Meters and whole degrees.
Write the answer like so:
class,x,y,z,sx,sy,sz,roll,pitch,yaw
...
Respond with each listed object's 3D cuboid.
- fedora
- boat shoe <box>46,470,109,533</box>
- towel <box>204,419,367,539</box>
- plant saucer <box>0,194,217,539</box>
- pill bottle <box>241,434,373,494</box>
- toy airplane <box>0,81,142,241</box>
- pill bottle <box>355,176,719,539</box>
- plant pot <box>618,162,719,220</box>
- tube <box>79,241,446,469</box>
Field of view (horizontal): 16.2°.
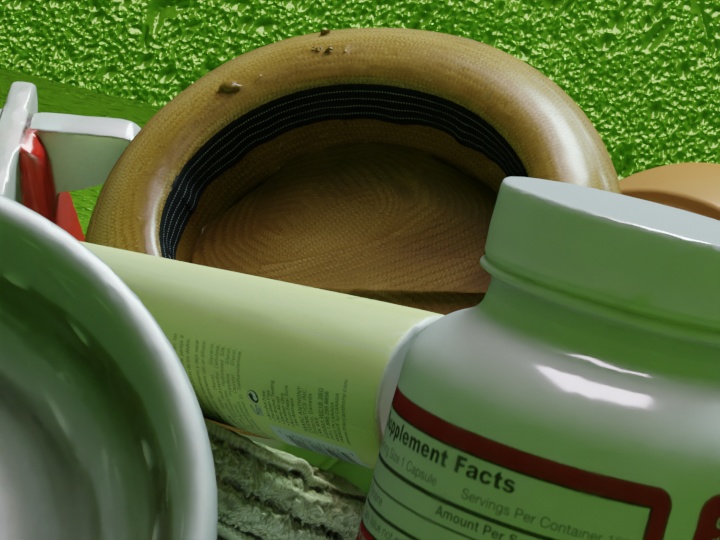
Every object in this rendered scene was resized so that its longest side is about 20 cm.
class,x,y,z,sx,sy,sz,roll,pitch,yaw
fedora,0.000,0.000,0.928,0.200,0.201,0.082,18,-29,26
boat shoe,-0.138,0.087,0.777,0.072,0.071,0.200,32,-17,-35
towel,-0.093,0.055,0.842,0.148,0.037,0.200,17,-7,33
plant saucer,-0.140,0.067,0.673,0.200,0.201,0.050,13,-30,-7
pill bottle,0.032,0.056,1.172,0.200,0.113,0.113,9,9,-34
toy airplane,-0.137,0.020,1.012,0.200,0.141,0.199,-17,-35,41
pill bottle,0.055,0.080,0.702,0.112,0.200,0.112,14,7,-2
plant pot,0.107,0.067,1.013,0.200,0.201,0.140,20,25,37
tube,-0.052,0.022,0.819,0.200,0.058,0.052,11,13,41
